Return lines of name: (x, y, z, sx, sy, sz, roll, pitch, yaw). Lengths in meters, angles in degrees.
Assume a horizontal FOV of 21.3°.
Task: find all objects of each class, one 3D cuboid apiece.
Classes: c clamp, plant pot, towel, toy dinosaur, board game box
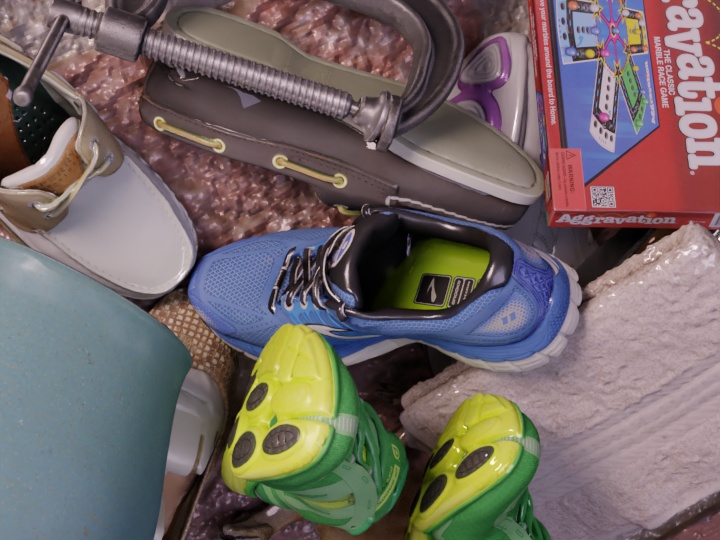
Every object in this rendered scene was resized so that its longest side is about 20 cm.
c clamp: (-0.048, -0.104, 0.891, 0.200, 0.171, 0.027, 13, 134, -8)
plant pot: (-0.175, 0.091, 0.870, 0.200, 0.200, 0.188, 34, 73, -24)
towel: (0.127, 0.066, 0.936, 0.133, 0.034, 0.200, 40, 125, -23)
toy dinosaur: (0.021, 0.118, 1.028, 0.200, 0.058, 0.101, 5, 115, -16)
board game box: (0.137, -0.112, 0.953, 0.103, 0.019, 0.200, 1, 62, -7)

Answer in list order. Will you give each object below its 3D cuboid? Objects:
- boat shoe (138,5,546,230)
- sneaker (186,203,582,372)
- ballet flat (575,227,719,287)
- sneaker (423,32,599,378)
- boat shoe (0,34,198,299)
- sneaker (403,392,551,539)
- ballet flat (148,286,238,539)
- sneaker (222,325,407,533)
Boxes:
boat shoe: (-0.010, -0.063, 0.936, 0.201, 0.072, 0.061, 24, 117, 0)
sneaker: (0.000, 0.000, 0.907, 0.089, 0.200, 0.079, 41, 53, -52)
ballet flat: (0.151, 0.004, 0.961, 0.068, 0.068, 0.200, 35, 93, -17)
sneaker: (0.082, -0.027, 1.011, 0.100, 0.075, 0.200, -8, 109, -35)
boat shoe: (-0.152, -0.052, 0.904, 0.200, 0.068, 0.075, 40, 86, -24)
sneaker: (0.065, 0.126, 0.932, 0.084, 0.200, 0.074, 19, 57, 5)
ballet flat: (-0.103, 0.108, 0.961, 0.070, 0.065, 0.200, 15, 95, -22)
sneaker: (-0.015, 0.075, 0.878, 0.084, 0.200, 0.074, 20, 79, -2)
